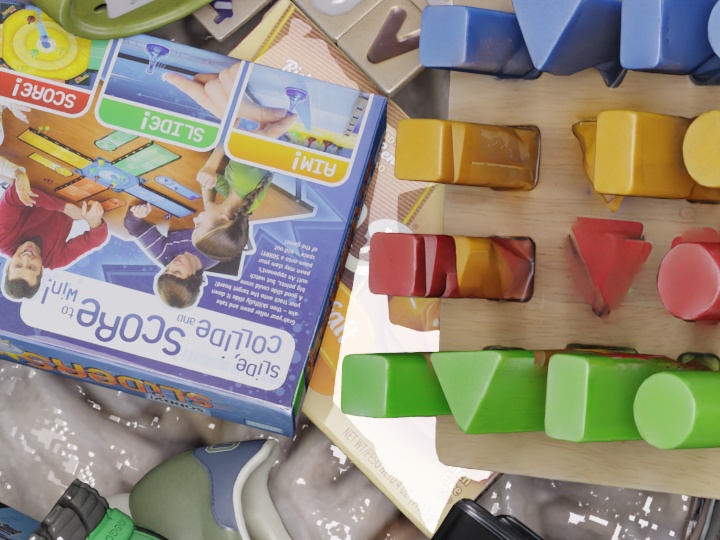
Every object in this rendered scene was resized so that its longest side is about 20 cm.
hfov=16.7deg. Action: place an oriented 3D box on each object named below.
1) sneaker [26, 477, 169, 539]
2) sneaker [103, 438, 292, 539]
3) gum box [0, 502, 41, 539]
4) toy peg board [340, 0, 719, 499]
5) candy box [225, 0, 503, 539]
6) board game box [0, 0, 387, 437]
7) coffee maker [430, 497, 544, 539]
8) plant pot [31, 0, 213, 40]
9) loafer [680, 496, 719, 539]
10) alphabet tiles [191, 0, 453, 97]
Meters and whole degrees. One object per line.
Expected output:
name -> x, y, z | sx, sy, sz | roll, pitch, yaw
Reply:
sneaker -> -0.109, 0.177, 0.944 | 0.085, 0.078, 0.200 | 29, 130, 9
sneaker -> -0.027, 0.159, 0.984 | 0.090, 0.067, 0.200 | -31, 82, 6
gum box -> -0.187, 0.187, 0.942 | 0.044, 0.170, 0.200 | 26, 87, 4
toy peg board -> 0.085, -0.021, 0.862 | 0.200, 0.098, 0.200 | 3, 91, 42
candy box -> 0.000, 0.000, 1.001 | 0.115, 0.055, 0.200 | -45, 83, -2
board game box -> -0.103, -0.027, 0.948 | 0.200, 0.034, 0.136 | 15, 71, 6
coffee maker -> 0.020, 0.186, 0.866 | 0.192, 0.135, 0.200 | 35, 85, 25
plant pot -> -0.116, -0.196, 0.941 | 0.187, 0.187, 0.200 | -28, 75, 1
loafer -> 0.157, 0.038, 0.984 | 0.063, 0.072, 0.200 | 2, 88, 10
alphabet tiles -> -0.015, -0.168, 1.002 | 0.167, 0.008, 0.200 | -41, 68, -7
